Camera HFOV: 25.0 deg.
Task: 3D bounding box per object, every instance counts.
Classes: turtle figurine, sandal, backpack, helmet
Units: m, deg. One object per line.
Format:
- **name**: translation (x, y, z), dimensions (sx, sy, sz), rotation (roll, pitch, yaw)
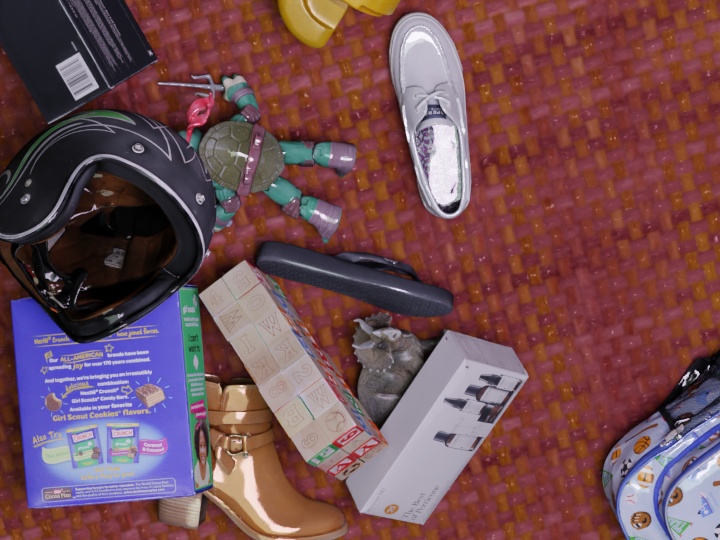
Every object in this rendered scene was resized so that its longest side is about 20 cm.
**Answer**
- **turtle figurine**: translation (-0.110, -0.102, 1.545), dimensions (0.199, 0.101, 0.150), rotation (17, 99, -11)
- **sandal**: translation (0.000, 0.000, 1.581), dimensions (0.199, 0.076, 0.043), rotation (17, 72, -6)
- **backpack**: translation (0.342, 0.216, 1.601), dimensions (0.190, 0.154, 0.200), rotation (-33, 103, 14)
- **helmet**: translation (-0.229, -0.052, 1.462), dimensions (0.191, 0.200, 0.200), rotation (-41, 100, -14)

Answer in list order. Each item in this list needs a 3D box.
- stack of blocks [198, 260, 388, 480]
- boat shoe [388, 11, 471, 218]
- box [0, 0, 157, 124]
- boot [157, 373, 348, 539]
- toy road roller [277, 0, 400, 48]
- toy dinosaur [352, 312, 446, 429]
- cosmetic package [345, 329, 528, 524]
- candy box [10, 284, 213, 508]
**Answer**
- **stack of blocks**: translation (-0.063, 0.096, 1.550), dimensions (0.058, 0.115, 0.200), rotation (-37, 68, 4)
- **boat shoe**: translation (0.068, -0.146, 1.555), dimensions (0.072, 0.069, 0.201), rotation (-5, 101, -2)
- **box**: translation (-0.283, -0.250, 1.478), dimensions (0.079, 0.141, 0.200), rotation (-26, 101, 20)
- **boot**: translation (-0.100, 0.185, 1.608), dimensions (0.199, 0.074, 0.155), rotation (9, 96, -7)
- **toy road roller**: translation (-0.049, -0.299, 1.499), dimensions (0.200, 0.123, 0.146), rotation (30, 109, -8)
- **toy dinosaur**: translation (0.037, 0.108, 1.605), dimensions (0.102, 0.077, 0.201), rotation (-1, 132, -5)
- **cosmetic package**: translation (0.073, 0.156, 1.574), dimensions (0.082, 0.051, 0.200), rotation (17, 118, -30)
- **candy box**: translation (-0.237, 0.118, 1.557), dimensions (0.168, 0.077, 0.201), rotation (-5, 89, 8)
